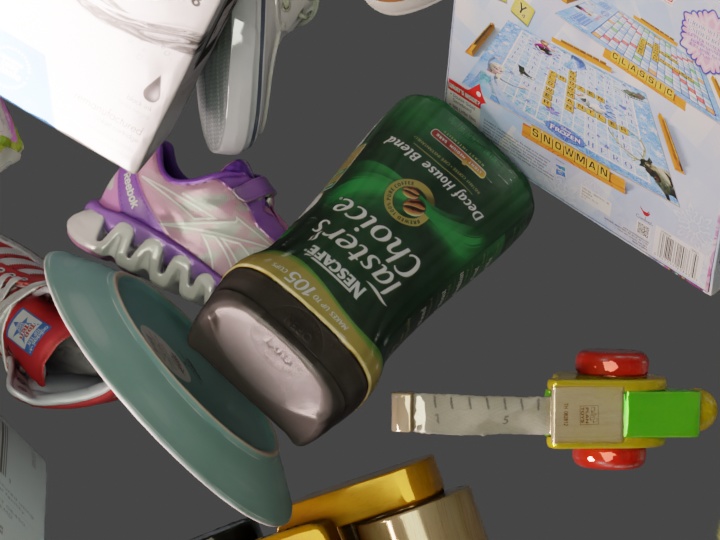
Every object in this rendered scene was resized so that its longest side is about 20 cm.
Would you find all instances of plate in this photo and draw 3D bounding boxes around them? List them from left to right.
[{"bbox_3d":[-0.099,0.059,1.594,0.026,0.200,0.200,-41,85,9],"label":"plate"}]

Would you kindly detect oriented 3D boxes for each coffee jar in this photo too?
[{"bbox_3d":[0.000,0.000,1.584,0.104,0.085,0.200,42,61,3],"label":"coffee jar"}]

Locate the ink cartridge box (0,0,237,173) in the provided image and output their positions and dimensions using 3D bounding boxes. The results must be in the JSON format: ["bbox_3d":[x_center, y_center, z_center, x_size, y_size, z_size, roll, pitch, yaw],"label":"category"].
[{"bbox_3d":[-0.124,-0.169,1.572,0.116,0.067,0.200,30,120,2],"label":"ink cartridge box"}]

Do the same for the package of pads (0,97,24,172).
[{"bbox_3d":[-0.304,-0.112,1.686,0.154,0.068,0.200,-35,75,11],"label":"package of pads"}]

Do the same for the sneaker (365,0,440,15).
[{"bbox_3d":[0.086,-0.201,1.607,0.200,0.085,0.073,-30,86,6],"label":"sneaker"}]

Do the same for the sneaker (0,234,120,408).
[{"bbox_3d":[-0.209,0.024,1.665,0.200,0.112,0.071,20,96,10],"label":"sneaker"}]

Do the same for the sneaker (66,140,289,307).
[{"bbox_3d":[-0.067,-0.014,1.656,0.200,0.080,0.089,26,88,10],"label":"sneaker"}]

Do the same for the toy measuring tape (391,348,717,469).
[{"bbox_3d":[0.104,0.077,1.607,0.199,0.074,0.074,1,93,-18],"label":"toy measuring tape"}]

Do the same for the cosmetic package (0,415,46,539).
[{"bbox_3d":[-0.306,0.148,1.639,0.200,0.165,0.165,-37,112,11],"label":"cosmetic package"}]

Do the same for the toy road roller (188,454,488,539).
[{"bbox_3d":[-0.025,0.193,1.618,0.200,0.146,0.123,-20,89,12],"label":"toy road roller"}]

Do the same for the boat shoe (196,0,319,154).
[{"bbox_3d":[-0.051,-0.165,1.644,0.067,0.074,0.201,1,97,-20],"label":"boat shoe"}]

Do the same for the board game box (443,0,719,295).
[{"bbox_3d":[0.135,-0.116,1.535,0.200,0.041,0.200,35,140,28],"label":"board game box"}]
